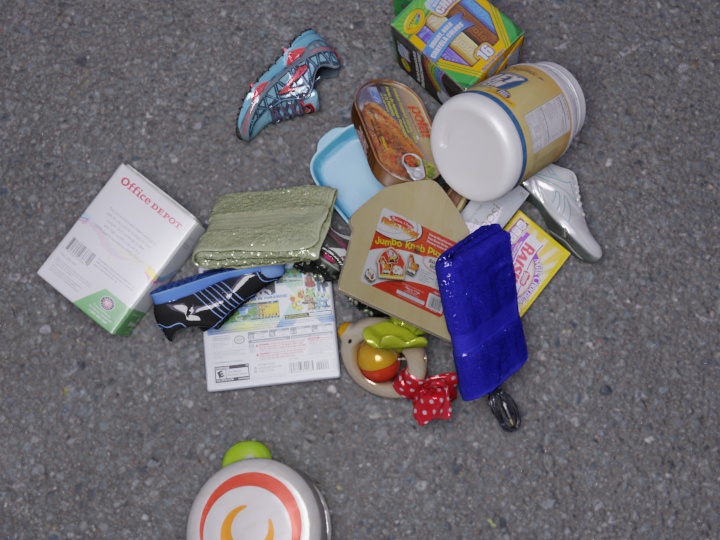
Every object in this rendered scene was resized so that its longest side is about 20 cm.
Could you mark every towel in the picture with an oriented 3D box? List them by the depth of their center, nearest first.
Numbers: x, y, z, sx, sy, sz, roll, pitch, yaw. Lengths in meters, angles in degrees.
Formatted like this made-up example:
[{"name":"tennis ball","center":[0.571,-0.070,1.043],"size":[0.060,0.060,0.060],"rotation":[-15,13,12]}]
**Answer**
[{"name":"towel","center":[0.167,0.054,1.111],"size":[0.049,0.147,0.204],"rotation":[2,114,41]},{"name":"towel","center":[-0.134,-0.065,1.192],"size":[0.196,0.037,0.150],"rotation":[-4,44,16]}]

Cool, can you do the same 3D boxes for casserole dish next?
[{"name":"casserole dish","center":[0.012,-0.123,1.251],"size":[0.121,0.039,0.201],"rotation":[-39,84,-5]}]

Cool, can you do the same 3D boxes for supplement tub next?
[{"name":"supplement tub","center":[0.204,-0.195,1.146],"size":[0.199,0.145,0.146],"rotation":[-33,81,-37]}]

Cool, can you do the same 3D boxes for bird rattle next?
[{"name":"bird rattle","center":[0.052,0.125,1.179],"size":[0.160,0.202,0.113],"rotation":[-2,40,29]}]

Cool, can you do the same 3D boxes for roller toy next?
[{"name":"roller toy","center":[-0.133,0.354,1.132],"size":[0.180,0.140,0.202],"rotation":[27,78,14]}]

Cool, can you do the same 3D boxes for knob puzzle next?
[{"name":"knob puzzle","center":[0.070,-0.028,1.127],"size":[0.215,0.030,0.224],"rotation":[6,74,-20]}]

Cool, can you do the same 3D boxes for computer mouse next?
[{"name":"computer mouse","center":[0.183,0.133,1.196],"size":[0.058,0.034,0.204],"rotation":[-14,89,-36]}]

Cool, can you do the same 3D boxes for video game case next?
[{"name":"video game case","center":[-0.134,0.075,1.232],"size":[0.196,0.022,0.186],"rotation":[-6,82,1]}]

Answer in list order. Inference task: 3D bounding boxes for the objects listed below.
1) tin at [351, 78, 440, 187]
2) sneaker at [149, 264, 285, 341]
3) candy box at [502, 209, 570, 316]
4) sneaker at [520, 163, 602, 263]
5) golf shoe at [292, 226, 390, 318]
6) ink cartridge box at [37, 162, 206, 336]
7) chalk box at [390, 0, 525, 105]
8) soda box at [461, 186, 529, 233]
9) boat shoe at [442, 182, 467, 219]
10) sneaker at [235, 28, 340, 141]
[{"name":"tin","center":[0.054,-0.195,1.221],"size":[0.110,0.042,0.203],"rotation":[-8,58,-17]},{"name":"sneaker","center":[-0.197,0.039,1.200],"size":[0.196,0.070,0.079],"rotation":[-16,103,-7]},{"name":"candy box","center":[0.209,0.020,1.234],"size":[0.102,0.026,0.201],"rotation":[39,85,2]},{"name":"sneaker","center":[0.296,-0.102,1.229],"size":[0.080,0.070,0.201],"rotation":[-36,82,-7]},{"name":"golf shoe","center":[0.000,0.000,1.209],"size":[0.198,0.077,0.089],"rotation":[35,63,-10]},{"name":"ink cartridge box","center":[-0.340,-0.029,1.217],"size":[0.144,0.088,0.201],"rotation":[36,86,5]},{"name":"chalk box","center":[0.126,-0.339,1.230],"size":[0.124,0.125,0.200],"rotation":[-42,75,-4]},{"name":"soda box","center":[0.158,-0.049,1.222],"size":[0.063,0.068,0.201],"rotation":[38,84,4]},{"name":"boat shoe","center":[0.086,-0.066,1.185],"size":[0.067,0.072,0.201],"rotation":[40,74,-8]},{"name":"sneaker","center":[-0.105,-0.263,1.252],"size":[0.095,0.079,0.201],"rotation":[39,84,4]}]
